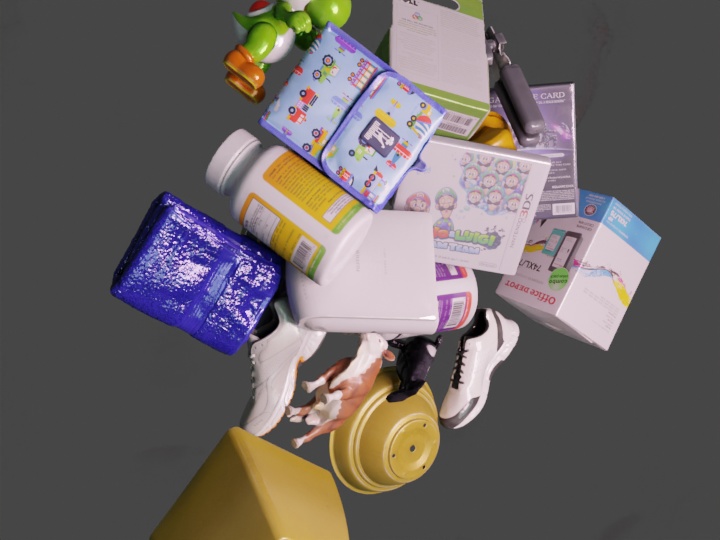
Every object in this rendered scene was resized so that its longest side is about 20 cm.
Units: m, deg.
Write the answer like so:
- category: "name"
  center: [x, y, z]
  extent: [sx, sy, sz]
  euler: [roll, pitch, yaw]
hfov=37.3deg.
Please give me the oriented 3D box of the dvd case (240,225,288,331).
- category: "dvd case"
  center: [-0.103, -0.015, 1.443]
  extent: [0.147, 0.016, 0.204]
  euler: [13, 95, -37]

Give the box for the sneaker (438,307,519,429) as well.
- category: "sneaker"
  center: [0.167, 0.148, 1.653]
  extent: [0.080, 0.073, 0.202]
  euler: [38, 73, -31]

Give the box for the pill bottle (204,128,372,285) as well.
- category: "pill bottle"
  center: [-0.092, -0.083, 1.320]
  extent: [0.199, 0.111, 0.112]
  euler: [37, 78, 8]

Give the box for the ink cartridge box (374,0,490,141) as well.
- category: "ink cartridge box"
  center: [0.093, -0.289, 1.441]
  extent: [0.145, 0.076, 0.203]
  euler: [13, 57, -17]

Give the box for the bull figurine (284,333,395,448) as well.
- category: "bull figurine"
  center: [-0.032, 0.163, 1.460]
  extent: [0.120, 0.065, 0.201]
  euler: [-19, 149, -40]

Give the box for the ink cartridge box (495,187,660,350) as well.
- category: "ink cartridge box"
  center: [0.341, -0.007, 1.678]
  extent: [0.145, 0.146, 0.203]
  euler: [30, 84, -37]

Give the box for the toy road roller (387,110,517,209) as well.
- category: "toy road roller"
  center: [0.137, -0.143, 1.495]
  extent: [0.199, 0.145, 0.124]
  euler: [-41, 122, -19]

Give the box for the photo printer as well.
- category: "photo printer"
  center: [0.000, 0.000, 1.401]
  extent: [0.196, 0.070, 0.170]
  euler: [3, 68, -9]

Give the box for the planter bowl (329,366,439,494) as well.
- category: "planter bowl"
  center: [0.057, 0.252, 1.588]
  extent: [0.197, 0.083, 0.204]
  euler: [-11, 110, -32]

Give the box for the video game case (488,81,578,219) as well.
- category: "video game case"
  center: [0.251, -0.174, 1.594]
  extent: [0.140, 0.019, 0.204]
  euler: [-3, 108, 9]

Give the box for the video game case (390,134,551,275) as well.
- category: "video game case"
  center: [0.142, -0.089, 1.464]
  extent: [0.196, 0.024, 0.185]
  euler: [10, 122, -7]

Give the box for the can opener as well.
- category: "can opener"
  center: [0.194, -0.260, 1.496]
  extent: [0.066, 0.203, 0.054]
  euler: [-7, 147, -16]

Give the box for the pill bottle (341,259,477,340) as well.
- category: "pill bottle"
  center: [0.059, 0.038, 1.513]
  extent: [0.197, 0.111, 0.114]
  euler: [-6, 106, -34]

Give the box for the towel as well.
- category: "towel"
  center: [-0.201, 0.008, 1.348]
  extent: [0.198, 0.049, 0.150]
  euler: [30, 85, -32]

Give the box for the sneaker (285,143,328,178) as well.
- category: "sneaker"
  center: [0.007, -0.167, 1.418]
  extent: [0.198, 0.099, 0.071]
  euler: [-24, 133, -25]

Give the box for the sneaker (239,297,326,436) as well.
- category: "sneaker"
  center: [-0.126, 0.124, 1.431]
  extent: [0.091, 0.076, 0.203]
  euler: [25, 96, -23]

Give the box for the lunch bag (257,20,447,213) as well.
- category: "lunch bag"
  center: [0.000, -0.179, 1.316]
  extent: [0.199, 0.094, 0.152]
  euler: [37, 93, 8]

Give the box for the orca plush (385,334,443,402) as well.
- category: "orca plush"
  center: [0.058, 0.131, 1.522]
  extent: [0.071, 0.200, 0.106]
  euler: [34, 117, 0]

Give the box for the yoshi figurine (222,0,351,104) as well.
- category: "yoshi figurine"
  center: [-0.080, -0.299, 1.329]
  extent: [0.202, 0.111, 0.112]
  euler: [-56, 136, -11]

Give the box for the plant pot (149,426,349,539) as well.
- category: "plant pot"
  center: [-0.127, 0.364, 1.404]
  extent: [0.199, 0.176, 0.201]
  euler: [33, 98, -36]
